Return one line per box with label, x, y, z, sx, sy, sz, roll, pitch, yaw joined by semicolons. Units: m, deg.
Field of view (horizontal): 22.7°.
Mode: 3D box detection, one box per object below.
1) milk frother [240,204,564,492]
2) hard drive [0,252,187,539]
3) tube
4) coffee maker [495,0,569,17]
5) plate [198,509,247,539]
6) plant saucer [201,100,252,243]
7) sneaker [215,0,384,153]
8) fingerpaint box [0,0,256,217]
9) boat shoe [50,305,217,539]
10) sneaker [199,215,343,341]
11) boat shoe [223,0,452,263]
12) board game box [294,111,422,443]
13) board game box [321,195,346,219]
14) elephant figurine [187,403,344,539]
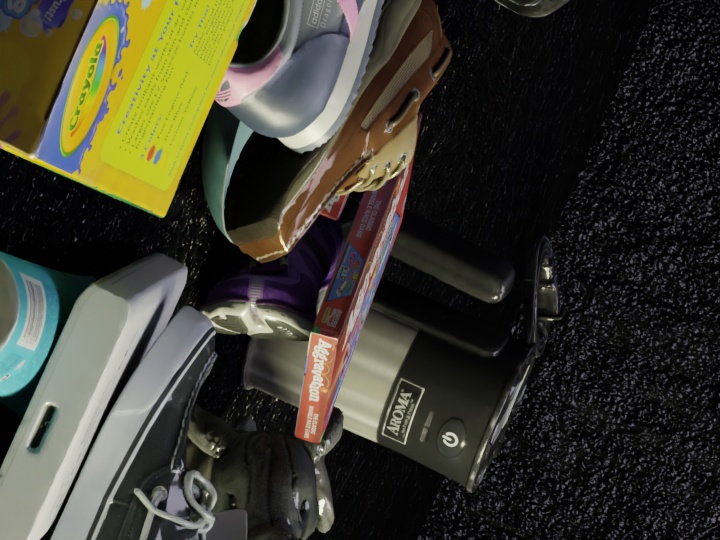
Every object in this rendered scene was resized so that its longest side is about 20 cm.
milk frother;0.043;0.038;1.334;0.181;0.188;0.200;-68;169;11
hard drive;-0.131;0.061;0.863;0.200;0.026;0.132;-78;-167;-85
tube;-0.149;0.026;0.777;0.078;0.050;0.200;-60;174;-6
coffee maker;0.140;-0.284;1.280;0.200;0.134;0.192;-60;168;-27
plate;-0.135;0.226;0.901;0.200;0.032;0.200;-44;-162;17
plant saucer;-0.044;-0.112;1.037;0.200;0.027;0.201;23;90;-79
sneaker;-0.029;-0.166;0.901;0.082;0.070;0.200;24;69;-40
fingerpaint box;-0.086;-0.133;0.665;0.167;0.073;0.200;26;87;-80
boat shoe;-0.105;0.116;0.861;0.074;0.068;0.200;118;-3;-73
sneaker;-0.054;-0.006;1.142;0.200;0.080;0.084;-52;146;-75
boat shoe;-0.001;-0.080;0.974;0.076;0.074;0.200;-13;-141;49
board game box;0.000;0.000;1.121;0.103;0.019;0.200;98;9;-48
board game box;0.002;-0.096;1.163;0.200;0.019;0.103;-75;-171;-80
elephant figurine;-0.064;0.142;1.157;0.141;0.155;0.200;-33;161;-31
